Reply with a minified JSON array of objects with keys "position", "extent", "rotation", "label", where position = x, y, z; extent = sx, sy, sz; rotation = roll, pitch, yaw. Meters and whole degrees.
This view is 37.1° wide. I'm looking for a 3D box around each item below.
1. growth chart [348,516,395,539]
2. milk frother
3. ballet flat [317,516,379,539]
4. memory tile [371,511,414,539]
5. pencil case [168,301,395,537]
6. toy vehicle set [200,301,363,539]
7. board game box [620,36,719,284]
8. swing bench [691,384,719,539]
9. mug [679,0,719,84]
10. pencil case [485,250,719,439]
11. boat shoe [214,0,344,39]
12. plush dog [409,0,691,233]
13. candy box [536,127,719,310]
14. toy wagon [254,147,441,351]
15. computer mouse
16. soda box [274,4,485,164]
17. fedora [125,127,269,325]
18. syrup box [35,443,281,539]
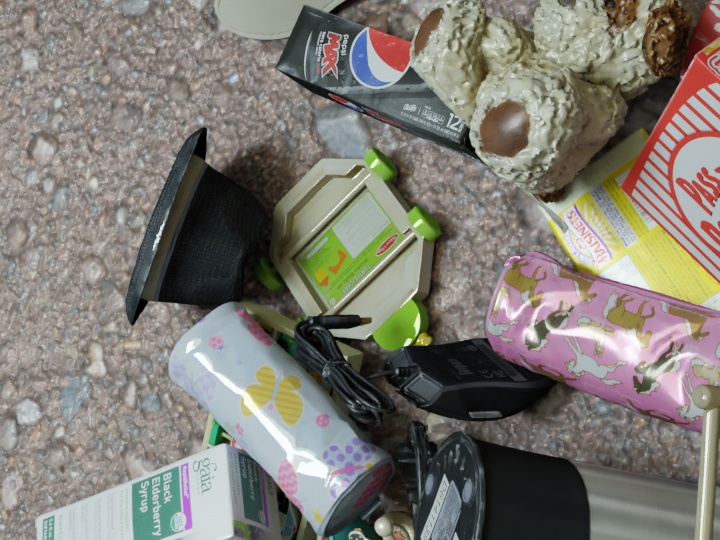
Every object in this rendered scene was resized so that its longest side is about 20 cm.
[{"position":[-0.031,0.259,0.798],"extent":[0.199,0.018,0.146],"rotation":[-18,101,32],"label":"growth chart"},{"position":[0.128,0.178,0.764],"extent":[0.201,0.187,0.181],"rotation":[-95,23,-52],"label":"milk frother"},{"position":[0.008,0.282,0.844],"extent":[0.071,0.071,0.201],"rotation":[-40,65,18],"label":"ballet flat"},{"position":[0.078,0.287,0.845],"extent":[0.152,0.017,0.202],"rotation":[-11,78,28],"label":"memory tile"},{"position":[-0.064,0.116,0.847],"extent":[0.083,0.091,0.200],"rotation":[-39,66,-20],"label":"pencil case"},{"position":[-0.076,0.142,0.924],"extent":[0.124,0.026,0.202],"rotation":[21,105,30],"label":"toy vehicle set"},{"position":[0.274,-0.037,0.694],"extent":[0.046,0.152,0.200],"rotation":[-34,70,-21],"label":"board game box"},{"position":[0.295,0.179,0.645],"extent":[0.129,0.199,0.201],"rotation":[1,82,44],"label":"swing bench"},{"position":[0.312,-0.098,0.707],"extent":[0.200,0.133,0.178],"rotation":[36,99,32],"label":"mug"},{"position":[0.184,0.048,0.755],"extent":[0.199,0.083,0.087],"rotation":[17,67,33],"label":"pencil case"},{"position":[-0.046,-0.271,0.986],"extent":[0.199,0.073,0.063],"rotation":[-16,32,32],"label":"boat shoe"},{"position":[0.155,-0.143,0.762],"extent":[0.172,0.160,0.200],"rotation":[-44,38,14],"label":"plush dog"},{"position":[0.224,0.002,0.799],"extent":[0.102,0.026,0.201],"rotation":[-38,66,23],"label":"candy box"},{"position":[0.000,0.000,0.919],"extent":[0.155,0.039,0.201],"rotation":[-43,65,18],"label":"toy wagon"},{"position":[0.044,0.076,0.819],"extent":[0.140,0.199,0.046],"rotation":[38,123,47],"label":"computer mouse"},{"position":[0.028,-0.158,0.907],"extent":[0.199,0.071,0.064],"rotation":[26,92,29],"label":"soda box"},{"position":[-0.134,-0.027,0.936],"extent":[0.091,0.201,0.202],"rotation":[20,93,-7],"label":"fedora"},{"position":[-0.167,0.219,0.889],"extent":[0.199,0.081,0.079],"rotation":[-24,56,20],"label":"syrup box"}]
